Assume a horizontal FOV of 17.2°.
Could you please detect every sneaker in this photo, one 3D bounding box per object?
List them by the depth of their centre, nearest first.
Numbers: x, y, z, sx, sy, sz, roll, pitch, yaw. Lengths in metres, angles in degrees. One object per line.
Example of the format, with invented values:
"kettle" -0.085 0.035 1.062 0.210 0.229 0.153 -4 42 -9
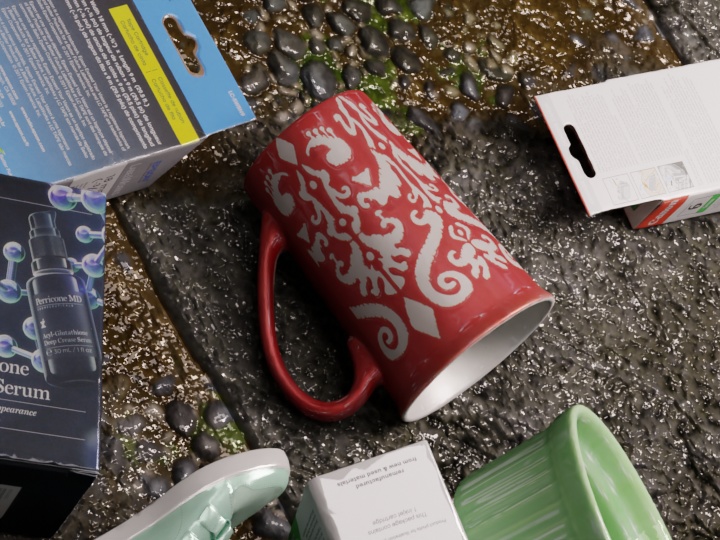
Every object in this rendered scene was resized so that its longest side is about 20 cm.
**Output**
"sneaker" -0.102 0.199 1.482 0.200 0.074 0.118 -32 73 -26

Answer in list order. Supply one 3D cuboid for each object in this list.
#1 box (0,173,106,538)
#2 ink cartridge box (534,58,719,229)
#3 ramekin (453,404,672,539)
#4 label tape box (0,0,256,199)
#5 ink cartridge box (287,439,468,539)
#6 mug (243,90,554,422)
"box" -0.243 0.048 1.481 0.148 0.107 0.201 10 58 -20
"ink cartridge box" 0.224 -0.093 1.827 0.199 0.050 0.109 -12 69 -30
"ramekin" 0.141 0.197 1.536 0.200 0.097 0.200 57 15 -24
"label tape box" -0.194 -0.121 1.627 0.199 0.063 0.145 -19 72 -33
"ink cartridge box" 0.031 0.228 1.480 0.084 0.146 0.201 -18 72 -15
"mug" 0.006 -0.007 1.623 0.177 0.134 0.200 -28 74 -37
